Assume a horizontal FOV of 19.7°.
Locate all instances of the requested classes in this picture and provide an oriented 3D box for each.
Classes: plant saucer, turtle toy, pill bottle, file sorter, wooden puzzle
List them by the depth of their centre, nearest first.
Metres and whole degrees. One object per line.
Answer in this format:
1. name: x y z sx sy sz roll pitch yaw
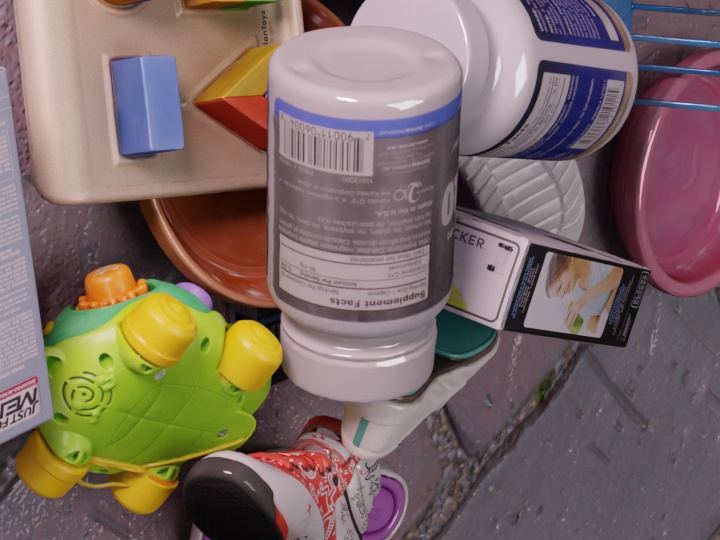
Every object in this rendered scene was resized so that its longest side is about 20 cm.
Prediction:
1. wooden puzzle: -0.105 -0.137 1.202 0.199 0.046 0.187 -8 93 -43
2. pill bottle: 0.001 -0.031 1.218 0.113 0.113 0.202 -26 128 -41
3. turtle toy: -0.123 0.063 1.242 0.146 0.101 0.199 -48 143 18
4. plant saucer: -0.063 -0.077 1.289 0.199 0.032 0.202 4 84 -41
5. pill bottle: 0.084 -0.130 1.327 0.199 0.115 0.117 -1 103 -54
6. file sorter: 0.234 -0.224 1.503 0.139 0.122 0.202 -41 136 -66
7. plant saucer: 0.265 -0.081 1.675 0.200 0.051 0.202 -18 115 -45

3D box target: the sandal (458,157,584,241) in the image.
1. sandal: 0.097 -0.087 1.481 0.082 0.050 0.203 -39 121 -5

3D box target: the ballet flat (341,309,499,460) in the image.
1. ballet flat: 0.033 0.071 1.349 0.200 0.069 0.070 -34 130 -64

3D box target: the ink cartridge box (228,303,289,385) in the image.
1. ink cartridge box: 0.000 0.000 1.393 0.199 0.039 0.100 -22 118 -34

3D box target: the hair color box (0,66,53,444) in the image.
1. hair color box: -0.228 -0.012 1.105 0.060 0.099 0.202 -25 120 -42

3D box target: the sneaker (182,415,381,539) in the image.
1. sneaker: -0.045 0.129 1.290 0.202 0.067 0.109 59 45 -53

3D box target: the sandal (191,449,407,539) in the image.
1. sandal: -0.030 0.164 1.412 0.202 0.050 0.083 -4 106 -48

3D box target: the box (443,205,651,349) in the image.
1. box: 0.098 0.000 1.369 0.200 0.116 0.061 11 99 -60
